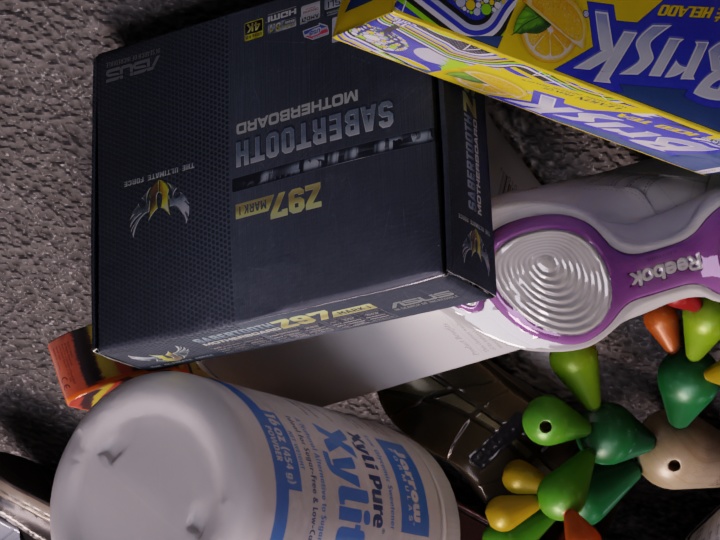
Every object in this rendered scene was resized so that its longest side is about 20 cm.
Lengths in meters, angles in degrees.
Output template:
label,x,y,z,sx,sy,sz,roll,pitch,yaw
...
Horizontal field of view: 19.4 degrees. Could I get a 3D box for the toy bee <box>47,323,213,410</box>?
label,x,y,z,sx,sy,sz,roll,pitch,yaw
toy bee,-0.105,0.049,1.189,0.108,0.200,0.131,-22,97,0

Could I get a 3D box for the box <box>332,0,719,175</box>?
label,x,y,z,sx,sy,sz,roll,pitch,yaw
box,0.095,-0.103,0.923,0.200,0.064,0.070,17,170,-21

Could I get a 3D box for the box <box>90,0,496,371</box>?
label,x,y,z,sx,sy,sz,roll,pitch,yaw
box,-0.036,-0.047,0.993,0.200,0.158,0.051,-12,160,30

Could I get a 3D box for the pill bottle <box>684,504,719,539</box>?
label,x,y,z,sx,sy,sz,roll,pitch,yaw
pill bottle,0.249,0.172,1.207,0.111,0.112,0.200,22,140,-10

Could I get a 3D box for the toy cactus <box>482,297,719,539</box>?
label,x,y,z,sx,sy,sz,roll,pitch,yaw
toy cactus,0.156,0.094,1.148,0.165,0.102,0.200,16,109,-43

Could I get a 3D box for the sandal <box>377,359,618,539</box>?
label,x,y,z,sx,sy,sz,roll,pitch,yaw
sandal,0.078,0.097,1.208,0.082,0.055,0.200,-42,119,12

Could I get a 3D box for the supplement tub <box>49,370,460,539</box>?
label,x,y,z,sx,sy,sz,roll,pitch,yaw
supplement tub,-0.051,0.130,1.084,0.132,0.132,0.200,-15,161,31

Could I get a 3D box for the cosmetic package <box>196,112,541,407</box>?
label,x,y,z,sx,sy,sz,roll,pitch,yaw
cosmetic package,0.000,0.000,1.103,0.200,0.081,0.113,-16,132,32

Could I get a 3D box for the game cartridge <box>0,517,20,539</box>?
label,x,y,z,sx,sy,sz,roll,pitch,yaw
game cartridge,-0.307,0.158,1.413,0.200,0.042,0.133,31,133,-20

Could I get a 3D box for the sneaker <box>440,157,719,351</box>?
label,x,y,z,sx,sy,sz,roll,pitch,yaw
sneaker,0.119,-0.012,1.013,0.199,0.100,0.075,-6,107,-8

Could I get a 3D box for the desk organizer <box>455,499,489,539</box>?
label,x,y,z,sx,sy,sz,roll,pitch,yaw
desk organizer,0.099,0.210,1.198,0.200,0.077,0.072,29,153,4

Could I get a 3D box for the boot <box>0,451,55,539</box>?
label,x,y,z,sx,sy,sz,roll,pitch,yaw
boot,-0.212,0.216,1.361,0.151,0.073,0.200,-47,133,1
